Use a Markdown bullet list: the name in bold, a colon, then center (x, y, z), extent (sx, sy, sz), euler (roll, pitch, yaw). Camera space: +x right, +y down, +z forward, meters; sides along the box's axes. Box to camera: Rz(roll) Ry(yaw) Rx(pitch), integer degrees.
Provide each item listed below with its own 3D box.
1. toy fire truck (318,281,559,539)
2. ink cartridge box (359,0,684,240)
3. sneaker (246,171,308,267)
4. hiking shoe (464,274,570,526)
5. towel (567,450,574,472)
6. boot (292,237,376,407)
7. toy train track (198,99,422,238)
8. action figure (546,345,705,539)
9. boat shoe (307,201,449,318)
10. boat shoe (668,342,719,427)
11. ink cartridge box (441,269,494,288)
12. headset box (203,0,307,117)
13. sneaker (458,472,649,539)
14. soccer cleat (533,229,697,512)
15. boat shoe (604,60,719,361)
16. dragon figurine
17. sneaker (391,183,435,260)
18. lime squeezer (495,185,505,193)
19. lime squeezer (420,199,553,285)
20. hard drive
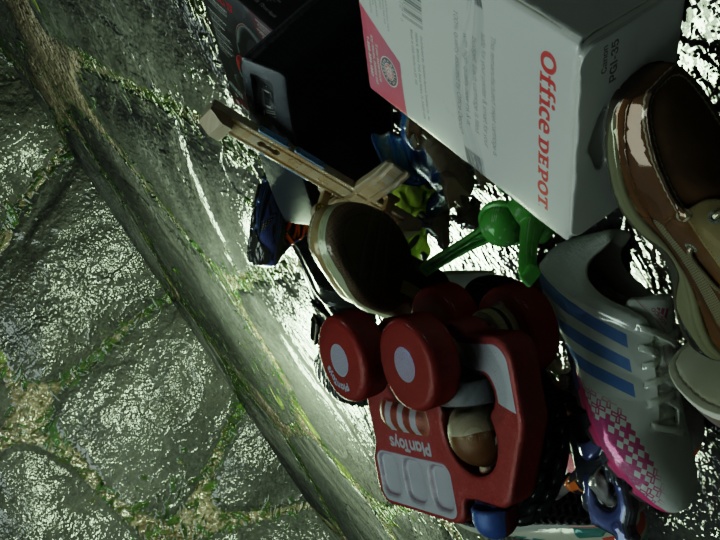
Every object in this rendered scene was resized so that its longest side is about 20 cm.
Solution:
- **toy fire truck**: center (0.064, 0.101, 0.787), extent (0.200, 0.112, 0.168), euler (-1, 103, 58)
- **ink cartridge box**: center (0.087, -0.135, 0.656), extent (0.200, 0.083, 0.147), euler (43, 155, 36)
- **sneaker**: center (-0.049, -0.067, 1.046), extent (0.078, 0.200, 0.075), euler (18, 131, 11)
- **hiking shoe**: center (0.118, 0.106, 0.874), extent (0.087, 0.074, 0.200), euler (100, 168, -65)
- **towel**: center (0.197, 0.196, 1.100), extent (0.200, 0.030, 0.147), euler (39, 158, 42)
- **boot**: center (-0.025, 0.029, 1.176), extent (0.211, 0.079, 0.158), euler (-104, 4, -53)
- **toy train track**: center (-0.039, -0.069, 0.869), extent (0.200, 0.033, 0.115), euler (29, 148, -22)
- **action figure**: center (0.198, 0.105, 0.872), extent (0.193, 0.104, 0.201), euler (170, 94, -65)
- **boat shoe**: center (0.000, 0.000, 0.875), extent (0.076, 0.072, 0.200), euler (12, 164, 31)
- **boat shoe**: center (0.257, 0.082, 0.643), extent (0.060, 0.072, 0.200), euler (50, 169, -20)
- **ink cartridge box**: center (0.079, 0.104, 1.043), extent (0.200, 0.087, 0.146), euler (94, 172, -66)
- **headset box**: center (-0.068, -0.201, 0.986), extent (0.149, 0.075, 0.200), euler (46, 161, 31)
- **sneaker**: center (0.173, 0.231, 1.022), extent (0.199, 0.070, 0.093), euler (-9, 134, 40)
- **soccer cleat**: center (0.187, 0.065, 0.747), extent (0.086, 0.070, 0.200), euler (-34, 77, 41)
- **boat shoe**: center (0.202, -0.025, 0.600), extent (0.074, 0.076, 0.200), euler (20, 150, 55)
- **dragon figurine**: center (0.051, -0.100, 0.881), extent (0.200, 0.059, 0.099), euler (58, 163, -14)
- **sneaker**: center (0.026, -0.049, 1.023), extent (0.084, 0.074, 0.200), euler (47, 162, 13)
- **lime squeezer**: center (0.127, -0.073, 0.786), extent (0.070, 0.038, 0.200), euler (22, 160, 0)
- **lime squeezer**: center (0.101, -0.020, 0.774), extent (0.038, 0.071, 0.200), euler (28, 174, -15)
- **hard drive**: center (-0.027, -0.133, 0.914), extent (0.042, 0.135, 0.200), euler (33, 155, 27)
